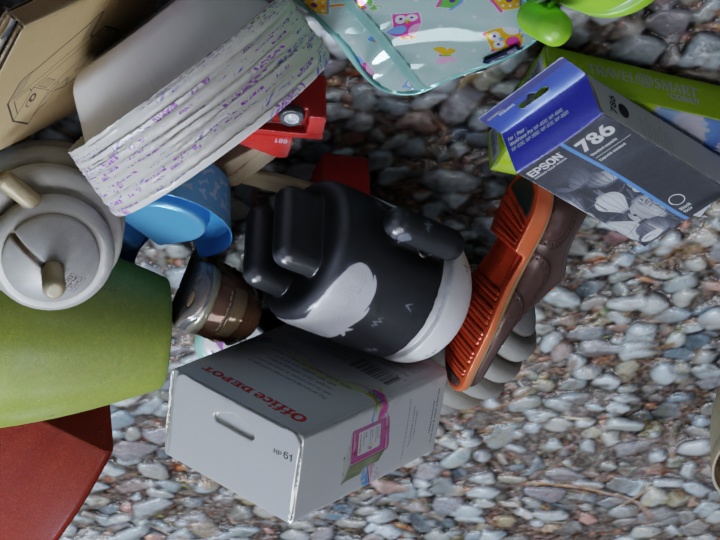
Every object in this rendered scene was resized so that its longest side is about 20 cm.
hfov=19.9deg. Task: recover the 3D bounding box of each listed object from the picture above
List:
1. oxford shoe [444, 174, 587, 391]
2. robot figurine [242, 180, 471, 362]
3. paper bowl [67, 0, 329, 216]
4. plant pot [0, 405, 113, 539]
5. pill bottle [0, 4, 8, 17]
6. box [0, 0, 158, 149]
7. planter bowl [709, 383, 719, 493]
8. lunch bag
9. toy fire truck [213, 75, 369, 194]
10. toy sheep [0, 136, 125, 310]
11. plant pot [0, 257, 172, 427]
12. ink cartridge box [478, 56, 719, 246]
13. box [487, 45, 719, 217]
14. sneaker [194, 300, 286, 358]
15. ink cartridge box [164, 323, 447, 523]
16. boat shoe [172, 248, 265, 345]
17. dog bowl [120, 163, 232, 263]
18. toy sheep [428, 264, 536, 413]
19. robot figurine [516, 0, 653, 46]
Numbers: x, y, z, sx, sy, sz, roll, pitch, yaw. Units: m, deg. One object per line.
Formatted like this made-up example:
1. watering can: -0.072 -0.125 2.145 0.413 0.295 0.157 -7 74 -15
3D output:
1. oxford shoe: 0.133 0.018 1.720 0.072 0.071 0.201 13 114 -29
2. robot figurine: -0.001 -0.001 1.684 0.199 0.150 0.126 22 94 -31
3. paper bowl: -0.129 -0.138 1.495 0.200 0.201 0.105 -31 103 31
4. plant pot: -0.335 0.134 1.865 0.176 0.201 0.199 -37 132 26
5. pill bottle: -0.361 -0.172 1.516 0.198 0.110 0.109 16 139 -24
6. box: -0.223 -0.154 1.495 0.021 0.200 0.164 42 127 7
7. planter bowl: 0.425 0.125 1.954 0.198 0.136 0.201 -2 143 -1
8. lunch bag: 0.037 -0.216 1.517 0.159 0.078 0.200 -22 138 21
9. toy fire truck: -0.083 -0.106 1.678 0.198 0.049 0.141 5 144 -9
10. toy sheep: -0.244 -0.037 1.570 0.136 0.201 0.139 -4 125 -5
11. plant pot: -0.260 0.047 1.696 0.198 0.188 0.188 3 143 -13
12. ink cartridge box: 0.197 -0.092 1.651 0.199 0.039 0.099 27 135 -32
13. box: 0.219 -0.113 1.694 0.198 0.048 0.122 11 141 -19
14. sneaker: -0.040 0.082 1.878 0.199 0.078 0.139 24 153 -32
15. ink cartridge box: -0.046 0.117 1.706 0.199 0.144 0.085 -19 126 -49
16. boat shoe: -0.122 0.030 1.755 0.071 0.200 0.076 22 95 -9
17. dog bowl: -0.190 -0.052 1.698 0.199 0.050 0.111 -8 149 35
18. toy sheep: 0.088 0.055 1.830 0.199 0.139 0.138 -34 134 26
19. robot figurine: 0.153 -0.247 1.437 0.199 0.115 0.177 16 104 -51
